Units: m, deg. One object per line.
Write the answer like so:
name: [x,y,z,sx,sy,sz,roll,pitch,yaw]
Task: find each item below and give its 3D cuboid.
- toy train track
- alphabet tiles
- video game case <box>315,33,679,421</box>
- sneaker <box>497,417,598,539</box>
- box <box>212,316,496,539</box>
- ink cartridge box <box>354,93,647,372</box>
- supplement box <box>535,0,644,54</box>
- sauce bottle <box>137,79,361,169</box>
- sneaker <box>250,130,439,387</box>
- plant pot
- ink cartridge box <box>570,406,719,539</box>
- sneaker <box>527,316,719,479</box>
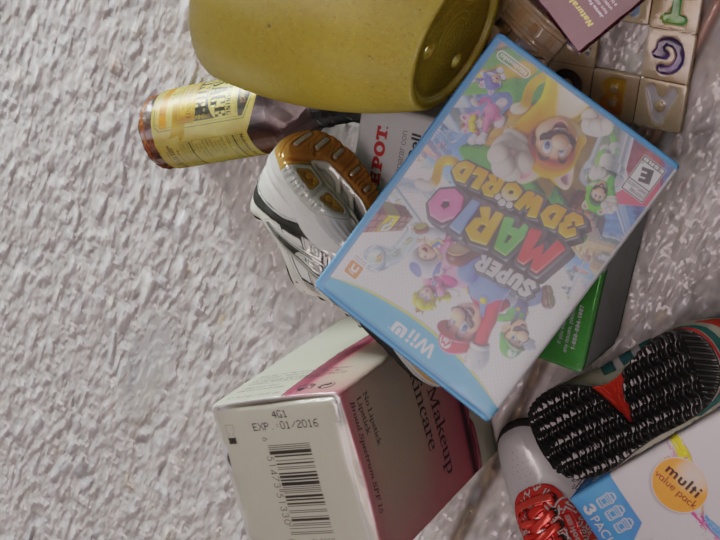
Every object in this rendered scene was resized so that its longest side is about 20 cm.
toy train track: [0.114,-0.217,0.914,0.115,0.032,0.200,45,120,10]
alphabet tiles: [0.136,-0.194,0.932,0.198,0.008,0.169,15,112,25]
video game case: [0.085,-0.027,0.868,0.143,0.018,0.201,37,95,7]
sneaker: [0.148,0.211,0.992,0.067,0.108,0.203,-28,90,33]
box: [0.002,0.117,0.990,0.108,0.200,0.129,-9,102,31]
ink cartridge box: [0.092,-0.035,0.961,0.199,0.083,0.148,19,113,24]
supplement box: [0.181,-0.240,0.838,0.200,0.061,0.109,-38,93,23]
sauce bottle: [-0.076,-0.121,1.043,0.198,0.066,0.067,-8,101,29]
sneaker: [0.000,0.000,0.945,0.201,0.075,0.088,55,140,8]
plant pot: [0.006,-0.181,0.889,0.141,0.200,0.201,33,119,21]
ink cartridge box: [0.258,0.146,0.933,0.200,0.068,0.116,-39,85,32]
sneaker: [0.201,0.085,0.941,0.200,0.093,0.071,-41,68,52]
